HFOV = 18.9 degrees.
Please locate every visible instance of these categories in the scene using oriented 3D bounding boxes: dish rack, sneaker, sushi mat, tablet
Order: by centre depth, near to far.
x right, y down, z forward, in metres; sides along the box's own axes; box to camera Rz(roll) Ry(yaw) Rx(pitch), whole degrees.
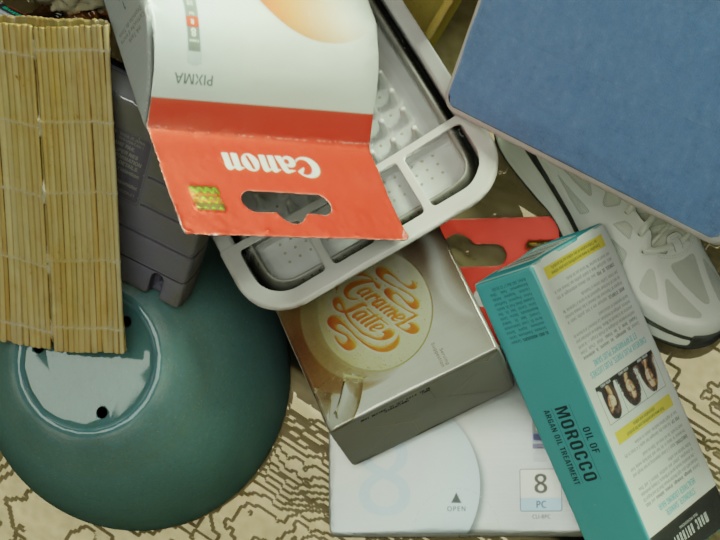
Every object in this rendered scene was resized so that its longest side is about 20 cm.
[{"bbox_3d":[0.143,-0.112,1.193,0.199,0.014,0.131,30,109,31],"label":"tablet"},{"bbox_3d":[-0.180,-0.048,1.227,0.095,0.012,0.201,7,113,17],"label":"sushi mat"},{"bbox_3d":[-0.025,-0.082,1.294,0.171,0.044,0.201,-30,67,0],"label":"dish rack"},{"bbox_3d":[0.167,-0.051,1.306,0.076,0.115,0.201,-32,78,-32],"label":"sneaker"}]

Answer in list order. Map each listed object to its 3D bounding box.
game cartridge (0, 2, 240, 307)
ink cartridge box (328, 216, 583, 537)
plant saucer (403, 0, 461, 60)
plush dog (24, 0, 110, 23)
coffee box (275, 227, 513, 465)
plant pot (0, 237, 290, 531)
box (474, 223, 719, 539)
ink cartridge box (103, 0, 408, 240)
[{"bbox_3d":[-0.173,-0.074,1.252,0.199,0.038,0.130,27,126,7],"label":"game cartridge"},{"bbox_3d":[0.061,0.066,1.349,0.159,0.047,0.201,-1,86,8],"label":"ink cartridge box"},{"bbox_3d":[0.019,-0.232,1.325,0.048,0.200,0.201,-19,73,-25],"label":"plant saucer"},{"bbox_3d":[-0.192,-0.221,1.250,0.171,0.161,0.201,22,100,-16],"label":"plush dog"},{"bbox_3d":[0.000,0.000,1.325,0.114,0.080,0.201,-25,67,2],"label":"coffee box"},{"bbox_3d":[-0.152,0.061,1.335,0.199,0.135,0.201,-1,84,8],"label":"plant pot"},{"bbox_3d":[0.146,0.081,1.293,0.049,0.082,0.201,-19,95,44],"label":"box"},{"bbox_3d":[-0.055,-0.114,1.209,0.050,0.162,0.201,-46,55,40],"label":"ink cartridge box"}]
